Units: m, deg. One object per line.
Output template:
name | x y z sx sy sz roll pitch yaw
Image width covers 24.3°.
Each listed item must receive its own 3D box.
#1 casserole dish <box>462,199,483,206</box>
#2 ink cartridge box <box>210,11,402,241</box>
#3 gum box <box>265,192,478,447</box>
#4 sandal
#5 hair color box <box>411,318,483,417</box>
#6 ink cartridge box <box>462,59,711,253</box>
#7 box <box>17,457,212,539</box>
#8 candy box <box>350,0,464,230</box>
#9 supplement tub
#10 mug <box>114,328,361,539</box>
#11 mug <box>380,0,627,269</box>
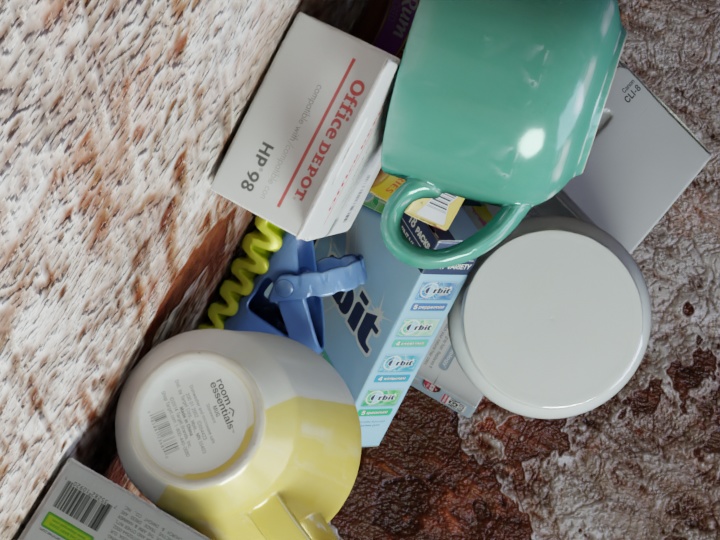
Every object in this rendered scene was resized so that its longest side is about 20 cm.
casserole dish | 0.062 -0.129 1.302 0.200 0.039 0.121 -89 163 -54
ink cartridge box | -0.024 -0.084 0.986 0.116 0.067 0.200 -63 175 6
gum box | 0.000 0.000 1.222 0.044 0.170 0.200 1 131 -31
sandal | -0.062 0.037 1.178 0.200 0.087 0.079 -61 177 22
hair color box | 0.034 0.033 1.439 0.099 0.200 0.061 -59 175 -14
ink cartridge box | 0.166 -0.071 1.425 0.145 0.145 0.200 -47 -177 -28
box | -0.150 0.199 1.044 0.101 0.112 0.200 -59 176 -13
candy box | 0.053 -0.142 1.108 0.056 0.117 0.200 18 103 -53
supplement tub | 0.137 0.033 1.227 0.145 0.145 0.200 -61 177 2
mug | -0.068 0.108 1.052 0.153 0.186 0.150 52 59 -75
mug | 0.085 -0.101 0.983 0.152 0.114 0.185 -63 169 -58
